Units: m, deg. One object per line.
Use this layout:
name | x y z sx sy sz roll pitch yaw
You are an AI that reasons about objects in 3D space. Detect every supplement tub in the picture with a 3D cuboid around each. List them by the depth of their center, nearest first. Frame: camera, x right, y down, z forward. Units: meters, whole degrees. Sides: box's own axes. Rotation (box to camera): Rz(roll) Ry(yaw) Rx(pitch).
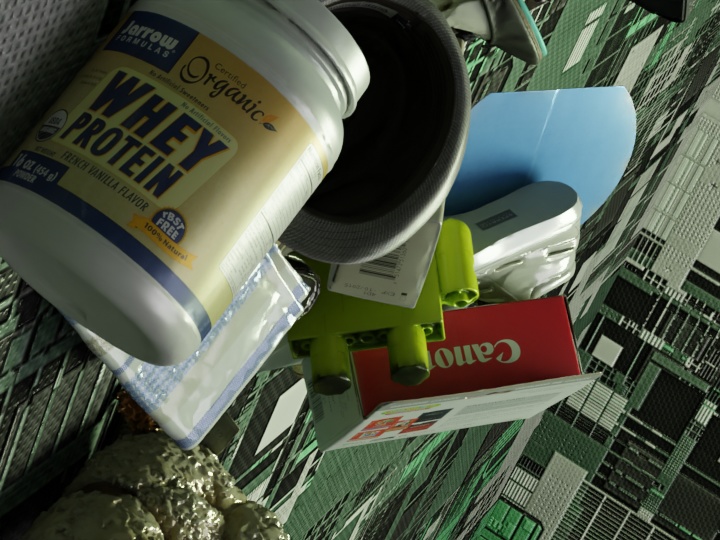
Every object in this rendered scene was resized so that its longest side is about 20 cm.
supplement tub | -0.099 -0.064 1.033 0.200 0.144 0.145 -54 166 -16

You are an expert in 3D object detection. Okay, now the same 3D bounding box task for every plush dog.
plush dog | -0.172 0.187 1.343 0.172 0.199 0.161 -47 127 -60

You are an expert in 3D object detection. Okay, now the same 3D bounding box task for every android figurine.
android figurine | 0.000 0.000 1.470 0.041 0.181 0.201 78 8 -59

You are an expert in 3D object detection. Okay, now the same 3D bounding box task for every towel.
towel | -0.118 0.012 1.225 0.147 0.024 0.200 -53 138 -17

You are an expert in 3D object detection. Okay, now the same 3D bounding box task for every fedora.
fedora | -0.020 -0.102 1.272 0.201 0.176 0.090 -63 -163 -11

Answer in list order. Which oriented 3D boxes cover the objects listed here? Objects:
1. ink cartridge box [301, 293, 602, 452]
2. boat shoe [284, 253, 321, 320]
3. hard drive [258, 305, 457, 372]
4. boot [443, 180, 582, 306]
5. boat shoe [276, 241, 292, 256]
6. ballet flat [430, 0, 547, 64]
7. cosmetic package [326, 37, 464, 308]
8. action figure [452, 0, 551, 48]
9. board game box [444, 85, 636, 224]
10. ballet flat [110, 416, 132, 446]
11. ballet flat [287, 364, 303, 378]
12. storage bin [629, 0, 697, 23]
ink cartridge box | 0.074 0.080 1.541 0.199 0.084 0.176 -7 166 -20
boat shoe | -0.092 0.038 1.351 0.201 0.060 0.072 -22 124 -46
hard drive | -0.001 0.043 1.594 0.199 0.025 0.132 -10 164 -41
boot | 0.097 0.002 1.553 0.199 0.074 0.096 -19 129 -17
boat shoe | -0.084 -0.038 1.330 0.200 0.074 0.074 -43 142 -50
ballet flat | 0.073 -0.223 1.347 0.068 0.068 0.200 -26 125 0
cosmetic package | 0.028 -0.082 1.426 0.105 0.071 0.201 106 -5 -47
action figure | 0.091 -0.221 1.487 0.130 0.070 0.200 -33 156 2
board game box | 0.136 -0.096 1.575 0.199 0.039 0.159 -6 131 -27
ballet flat | -0.133 0.083 1.439 0.201 0.046 0.067 -60 166 7
ballet flat | -0.007 0.008 1.694 0.200 0.071 0.071 -56 166 -10
storage bin | 0.185 -0.289 1.418 0.094 0.199 0.135 -57 166 -6
